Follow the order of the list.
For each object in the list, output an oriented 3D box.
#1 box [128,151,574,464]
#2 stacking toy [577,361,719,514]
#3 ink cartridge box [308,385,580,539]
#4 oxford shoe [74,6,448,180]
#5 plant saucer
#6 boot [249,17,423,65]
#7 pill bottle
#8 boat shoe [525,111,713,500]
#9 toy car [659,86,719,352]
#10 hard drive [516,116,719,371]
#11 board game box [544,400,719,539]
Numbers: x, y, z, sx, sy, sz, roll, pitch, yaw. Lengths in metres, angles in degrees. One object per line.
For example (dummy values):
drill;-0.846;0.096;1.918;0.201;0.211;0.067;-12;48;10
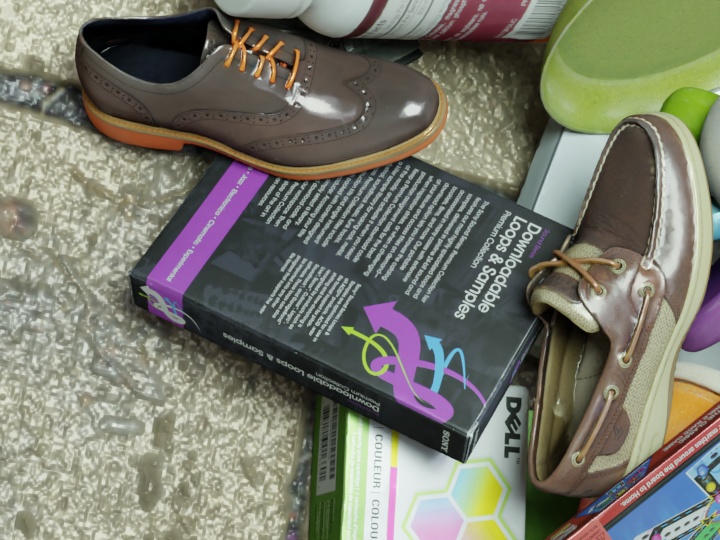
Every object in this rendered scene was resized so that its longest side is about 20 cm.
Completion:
box;0.000;0.000;0.996;0.199;0.036;0.143;25;58;15
stacking toy;0.147;0.158;0.985;0.200;0.146;0.146;-43;94;-24
ink cartridge box;0.076;0.137;1.024;0.199;0.076;0.148;6;78;-14
oxford shoe;-0.054;-0.096;0.990;0.199;0.073;0.071;4;63;6
plant saucer;0.182;-0.143;1.004;0.199;0.200;0.031;-14;65;-19
boot;0.012;-0.179;1.084;0.199;0.068;0.131;-19;97;-19
pill bottle;0.024;-0.178;0.992;0.199;0.114;0.115;-1;80;-27
boat shoe;0.120;0.016;0.945;0.072;0.072;0.201;9;94;-37
toy car;0.228;-0.010;1.008;0.200;0.175;0.150;35;92;-2
hard drive;0.172;0.013;1.087;0.200;0.027;0.132;27;75;-19
board game box;0.191;0.117;0.933;0.200;0.019;0.103;-38;106;-6
